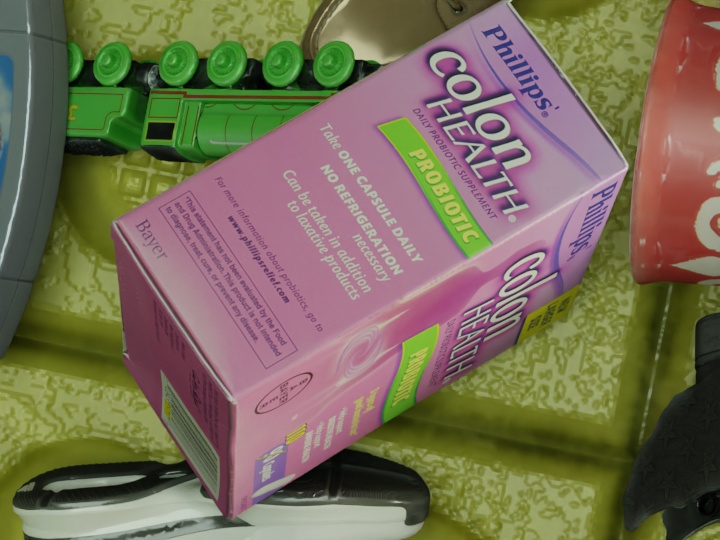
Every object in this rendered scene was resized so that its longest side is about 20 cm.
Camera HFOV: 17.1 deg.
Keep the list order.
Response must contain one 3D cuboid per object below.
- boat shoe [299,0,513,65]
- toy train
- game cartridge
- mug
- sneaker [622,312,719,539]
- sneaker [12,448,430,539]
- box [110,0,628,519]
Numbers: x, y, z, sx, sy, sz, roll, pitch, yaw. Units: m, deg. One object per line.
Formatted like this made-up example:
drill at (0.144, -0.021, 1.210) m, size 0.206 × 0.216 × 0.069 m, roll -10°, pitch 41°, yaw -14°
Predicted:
boat shoe at (0.050, -0.155, 1.154) m, size 0.200 × 0.065 × 0.071 m, roll -39°, pitch 84°, yaw 4°
toy train at (-0.074, -0.079, 1.142) m, size 0.200 × 0.042 × 0.056 m, roll 4°, pitch 78°, yaw 33°
game cartridge at (-0.208, -0.060, 1.178) m, size 0.133 × 0.040 × 0.200 m, roll 6°, pitch 88°, yaw 24°
mug at (0.235, -0.067, 1.084) m, size 0.200 × 0.133 × 0.178 m, roll 9°, pitch 85°, yaw 13°
sneaker at (0.203, 0.069, 1.085) m, size 0.200 × 0.060 × 0.104 m, roll -10°, pitch 66°, yaw 50°
sneaker at (-0.063, 0.151, 1.164) m, size 0.200 × 0.076 × 0.115 m, roll -4°, pitch 104°, yaw 4°
box at (0.000, 0.000, 1.065) m, size 0.200 × 0.176 × 0.097 m, roll -31°, pitch 74°, yaw -15°
